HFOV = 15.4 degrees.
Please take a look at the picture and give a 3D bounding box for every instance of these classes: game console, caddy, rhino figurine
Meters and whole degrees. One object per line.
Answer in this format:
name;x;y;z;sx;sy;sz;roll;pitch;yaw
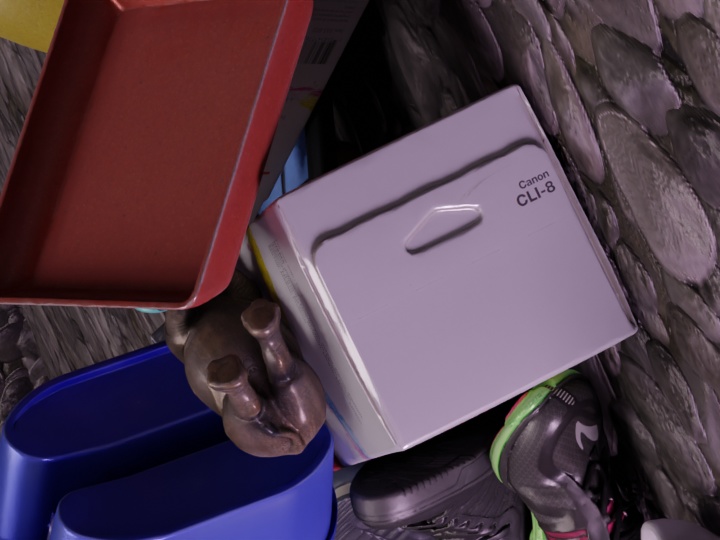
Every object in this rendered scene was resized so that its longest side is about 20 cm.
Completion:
game console;-0.043;-0.085;1.621;0.177;0.031;0.200;132;134;-77
caddy;-0.106;0.123;1.434;0.141;0.200;0.105;50;146;38
rhino figurine;-0.075;0.026;1.398;0.200;0.060;0.087;53;173;50

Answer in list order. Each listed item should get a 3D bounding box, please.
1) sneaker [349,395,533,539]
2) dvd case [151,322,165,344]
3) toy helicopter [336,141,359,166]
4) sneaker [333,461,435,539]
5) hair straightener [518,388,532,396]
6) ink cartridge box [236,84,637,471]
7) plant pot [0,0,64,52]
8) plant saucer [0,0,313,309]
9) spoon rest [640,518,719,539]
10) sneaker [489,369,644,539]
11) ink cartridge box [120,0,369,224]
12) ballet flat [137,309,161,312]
sneaker;0.064;0.137;1.503;0.060;0.200;0.104;1;107;32
dvd case;-0.044;0.052;1.781;0.025;0.150;0.200;47;-178;-43
toy helicopter;0.000;0.000;1.649;0.132;0.079;0.200;102;160;-56
sneaker;0.062;0.147;1.617;0.200;0.070;0.082;30;-142;-32
hair straightener;0.064;0.069;1.622;0.077;0.041;0.200;61;168;14
ink cartridge box;0.030;0.009;1.409;0.145;0.145;0.200;63;168;2
plant pot;-0.147;-0.207;1.666;0.142;0.200;0.200;35;160;11
plant saucer;-0.107;-0.069;1.381;0.037;0.200;0.200;28;163;-38
spoon rest;0.178;0.162;1.316;0.099;0.061;0.200;63;166;7
sneaker;0.128;0.132;1.463;0.084;0.077;0.200;27;148;40
ink cartridge box;-0.088;-0.104;1.514;0.068;0.115;0.200;50;124;35
ballet flat;-0.084;-0.041;1.717;0.067;0.200;0.067;10;120;37
